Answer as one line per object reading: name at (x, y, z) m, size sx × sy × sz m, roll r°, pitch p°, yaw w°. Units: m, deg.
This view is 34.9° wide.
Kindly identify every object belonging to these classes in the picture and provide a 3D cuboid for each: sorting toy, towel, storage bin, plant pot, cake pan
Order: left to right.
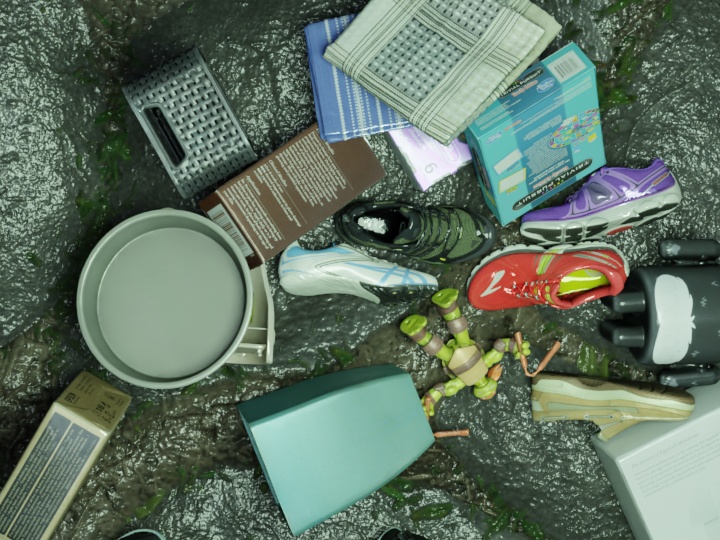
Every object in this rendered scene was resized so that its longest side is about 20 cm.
cake pan at (-0.216, 0.033, 1.286) m, size 0.199 × 0.037 × 0.201 m, roll -1°, pitch 81°, yaw 4°
storage bin at (-0.185, -0.164, 1.283) m, size 0.093 × 0.200 × 0.136 m, roll -29°, pitch 97°, yaw 0°
sorting toy at (-0.188, 0.016, 1.359) m, size 0.199 × 0.107 × 0.181 m, roll 4°, pitch 83°, yaw 4°
plant pot at (-0.024, 0.197, 1.368) m, size 0.199 × 0.141 × 0.142 m, roll -22°, pitch 97°, yaw -10°
towel at (0.041, -0.230, 1.314) m, size 0.199 × 0.024 × 0.146 m, roll -10°, pitch 82°, yaw 0°
towel at (0.090, -0.258, 1.267) m, size 0.192 × 0.035 × 0.200 m, roll 40°, pitch 79°, yaw 23°

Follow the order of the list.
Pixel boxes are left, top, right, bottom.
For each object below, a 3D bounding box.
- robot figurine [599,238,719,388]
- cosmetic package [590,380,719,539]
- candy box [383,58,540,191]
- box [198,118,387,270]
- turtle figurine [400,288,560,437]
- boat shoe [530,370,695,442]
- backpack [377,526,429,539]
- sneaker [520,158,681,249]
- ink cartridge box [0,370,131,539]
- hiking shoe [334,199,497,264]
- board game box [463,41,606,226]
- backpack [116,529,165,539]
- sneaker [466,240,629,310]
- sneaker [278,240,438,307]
robot figurine at (0.395, 0.053, 1.395) m, size 0.199 × 0.125 × 0.151 m, roll -2°, pitch 136°, yaw -4°
cosmetic package at (0.423, 0.261, 1.416) m, size 0.199 × 0.123 × 0.201 m, roll -25°, pitch 98°, yaw -2°
candy box at (0.113, -0.217, 1.368) m, size 0.199 × 0.072 × 0.168 m, roll -32°, pitch 96°, yaw -1°
box at (-0.077, -0.095, 1.326) m, size 0.200 × 0.075 × 0.100 m, roll -36°, pitch 98°, yaw -26°
turtle figurine at (0.132, 0.099, 1.403) m, size 0.200 × 0.064 × 0.162 m, roll -34°, pitch 112°, yaw 6°
boat shoe at (0.305, 0.171, 1.396) m, size 0.199 × 0.072 × 0.077 m, roll 5°, pitch 92°, yaw 30°
backpack at (0.052, 0.435, 1.374) m, size 0.200 × 0.177 × 0.150 m, roll -51°, pitch 128°, yaw 2°
sneaker at (0.289, -0.083, 1.407) m, size 0.199 × 0.081 × 0.084 m, roll -16°, pitch 71°, yaw -1°
ink cartridge box at (-0.342, 0.215, 1.309) m, size 0.075 × 0.200 × 0.165 m, roll 32°, pitch 91°, yaw -7°
hiking shoe at (0.070, -0.043, 1.367) m, size 0.199 × 0.101 × 0.076 m, roll 4°, pitch 96°, yaw -5°
board game box at (0.203, -0.152, 1.326) m, size 0.151 × 0.200 × 0.047 m, roll -31°, pitch 60°, yaw -2°
backpack at (-0.287, 0.408, 1.340) m, size 0.200 × 0.178 × 0.151 m, roll -34°, pitch 117°, yaw -3°
sneaker at (0.221, 0.013, 1.375) m, size 0.199 × 0.085 × 0.077 m, roll -12°, pitch 115°, yaw 16°
sneaker at (0.000, 0.000, 1.385) m, size 0.199 × 0.072 × 0.073 m, roll 8°, pitch 67°, yaw -13°
